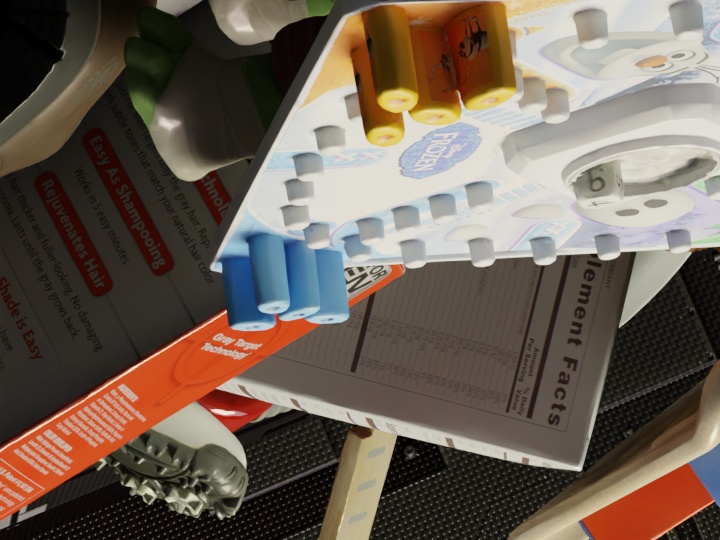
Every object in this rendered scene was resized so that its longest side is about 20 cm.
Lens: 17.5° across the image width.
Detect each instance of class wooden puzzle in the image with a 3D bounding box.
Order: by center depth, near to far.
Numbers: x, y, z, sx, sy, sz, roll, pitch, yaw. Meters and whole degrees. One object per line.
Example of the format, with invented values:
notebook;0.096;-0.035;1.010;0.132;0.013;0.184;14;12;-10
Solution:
wooden puzzle;0.160;0.045;0.888;0.185;0.046;0.200;-34;171;-27

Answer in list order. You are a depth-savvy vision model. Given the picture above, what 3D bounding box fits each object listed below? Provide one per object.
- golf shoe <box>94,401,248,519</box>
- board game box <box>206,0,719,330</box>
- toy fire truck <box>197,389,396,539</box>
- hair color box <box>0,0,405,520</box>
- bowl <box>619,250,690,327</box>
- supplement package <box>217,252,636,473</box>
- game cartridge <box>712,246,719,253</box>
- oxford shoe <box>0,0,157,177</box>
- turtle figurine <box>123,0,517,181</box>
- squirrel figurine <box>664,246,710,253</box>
golf shoe;-0.108;0.031;0.984;0.088;0.199;0.077;-49;141;-14
board game box;0.073;-0.026;0.600;0.198;0.026;0.200;-3;164;-14
toy fire truck;-0.044;0.058;1.199;0.175;0.201;0.129;-18;171;-36
hair color box;-0.096;0.005;0.767;0.199;0.102;0.061;-31;159;1
bowl;0.084;-0.053;1.099;0.200;0.090;0.202;-28;143;-24
supplement package;0.000;0.000;0.882;0.198;0.115;0.110;15;176;5
game cartridge;0.194;-0.096;0.928;0.200;0.033;0.176;-41;129;14
oxford shoe;-0.138;-0.038;0.716;0.199;0.073;0.084;-27;174;28
turtle figurine;0.027;-0.100;0.639;0.192;0.145;0.200;-7;163;24
squirrel figurine;0.143;-0.104;0.788;0.187;0.141;0.201;-43;155;-51
